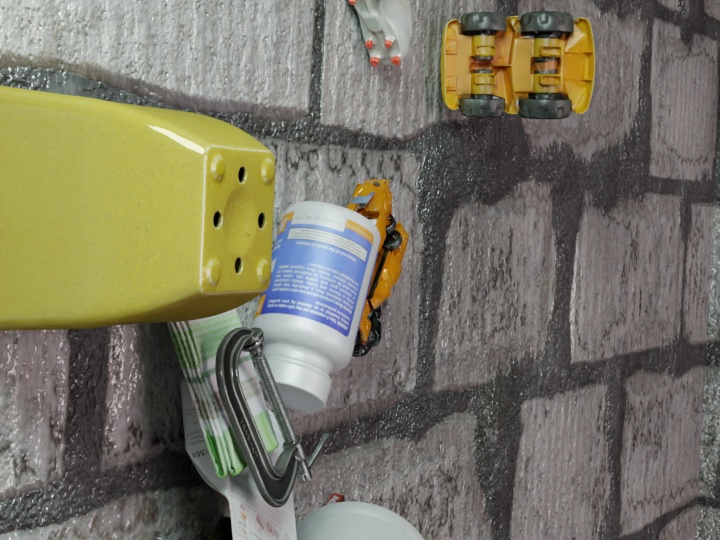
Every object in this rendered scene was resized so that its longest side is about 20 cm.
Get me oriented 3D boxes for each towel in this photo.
[{"bbox_3d":[-0.130,0.087,1.552,0.149,0.030,0.202,-20,92,-72],"label":"towel"}]

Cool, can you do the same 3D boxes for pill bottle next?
[{"bbox_3d":[-0.053,0.040,1.704,0.112,0.111,0.202,50,50,-55],"label":"pill bottle"}]

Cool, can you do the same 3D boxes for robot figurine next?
[{"bbox_3d":[0.000,0.000,1.870,0.146,0.058,0.201,67,36,-43],"label":"robot figurine"}]

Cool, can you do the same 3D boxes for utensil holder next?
[{"bbox_3d":[-0.017,0.370,1.705,0.200,0.168,0.172,-69,153,-61],"label":"utensil holder"}]

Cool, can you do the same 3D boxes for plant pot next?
[{"bbox_3d":[-0.180,-0.044,1.326,0.194,0.198,0.198,-1,96,-64],"label":"plant pot"}]

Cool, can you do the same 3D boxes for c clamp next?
[{"bbox_3d":[-0.091,0.136,1.567,0.171,0.027,0.201,-69,142,-56],"label":"c clamp"}]

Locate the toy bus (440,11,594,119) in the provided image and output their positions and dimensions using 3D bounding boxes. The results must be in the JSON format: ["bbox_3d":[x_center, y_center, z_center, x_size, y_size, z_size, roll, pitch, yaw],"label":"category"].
[{"bbox_3d":[0.190,-0.273,2.147,0.192,0.198,0.137,-139,-131,-77],"label":"toy bus"}]

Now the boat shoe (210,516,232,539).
[{"bbox_3d":[-0.134,0.302,1.582,0.200,0.073,0.067,-31,134,-75],"label":"boat shoe"}]

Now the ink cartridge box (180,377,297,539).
[{"bbox_3d":[-0.115,0.219,1.595,0.163,0.056,0.202,46,35,-57],"label":"ink cartridge box"}]

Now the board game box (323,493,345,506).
[{"bbox_3d":[-0.028,0.373,1.906,0.103,0.019,0.202,-55,140,-49],"label":"board game box"}]

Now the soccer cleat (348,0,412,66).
[{"bbox_3d":[0.020,-0.324,1.868,0.201,0.069,0.078,75,26,-47],"label":"soccer cleat"}]
